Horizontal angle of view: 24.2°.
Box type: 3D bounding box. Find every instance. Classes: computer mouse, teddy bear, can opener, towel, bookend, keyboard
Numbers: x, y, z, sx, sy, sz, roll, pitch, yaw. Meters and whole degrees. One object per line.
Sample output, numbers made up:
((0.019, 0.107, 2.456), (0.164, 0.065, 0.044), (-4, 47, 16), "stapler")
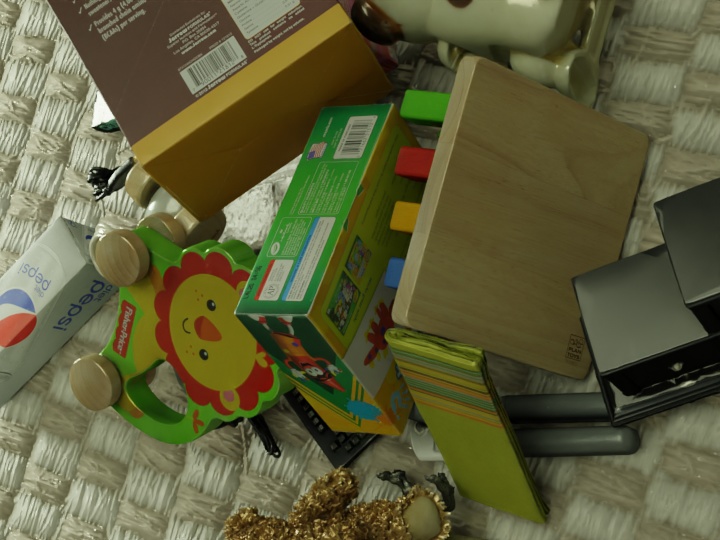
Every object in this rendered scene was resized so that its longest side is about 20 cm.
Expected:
((-0.165, -0.133, 1.506), (0.199, 0.140, 0.046), (-31, 95, 23), "computer mouse")
((-0.014, 0.228, 1.329), (0.199, 0.067, 0.146), (-28, 95, 22), "teddy bear")
((0.120, 0.121, 1.311), (0.198, 0.066, 0.053), (-3, 75, 27), "can opener")
((-0.062, -0.082, 1.454), (0.199, 0.034, 0.134), (-11, 70, 53), "towel")
((0.083, 0.118, 1.265), (0.086, 0.201, 0.018), (16, 56, 36), "towel")
((0.232, 0.017, 1.161), (0.197, 0.200, 0.093), (-20, 67, 15), "bookend")
((-0.063, 0.095, 1.458), (0.127, 0.021, 0.200), (-47, 58, 14), "keyboard")

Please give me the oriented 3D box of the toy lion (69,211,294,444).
((-0.135, 0.059, 1.362), (0.191, 0.068, 0.201), (32, 122, 24), "toy lion")

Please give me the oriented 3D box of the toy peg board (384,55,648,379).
((0.101, -0.040, 1.293), (0.097, 0.199, 0.201), (12, 85, 51), "toy peg board")

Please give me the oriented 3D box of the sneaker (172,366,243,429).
((-0.089, 0.040, 1.436), (0.200, 0.071, 0.098), (-45, 61, 10), "sneaker")

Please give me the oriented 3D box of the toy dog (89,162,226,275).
((-0.153, -0.024, 1.482), (0.133, 0.096, 0.200), (60, 147, 11), "toy dog")

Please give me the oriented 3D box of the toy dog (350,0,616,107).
((0.088, -0.215, 1.340), (0.199, 0.193, 0.141), (16, 99, 28), "toy dog")

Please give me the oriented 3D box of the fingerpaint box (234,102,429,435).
((0.000, 0.000, 1.313), (0.073, 0.167, 0.201), (0, 55, 33), "fingerpaint box")

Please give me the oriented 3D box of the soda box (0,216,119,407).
((-0.317, 0.043, 1.604), (0.200, 0.068, 0.064), (-43, 60, 16), "soda box")

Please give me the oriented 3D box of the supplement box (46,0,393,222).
((-0.118, -0.189, 1.352), (0.197, 0.133, 0.201), (-34, 67, 4), "supplement box")

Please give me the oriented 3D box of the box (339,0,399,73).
((-0.049, -0.259, 1.489), (0.102, 0.094, 0.202), (-23, 67, 25), "box")

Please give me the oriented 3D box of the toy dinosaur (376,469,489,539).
((0.048, 0.206, 1.345), (0.199, 0.047, 0.089), (-5, 90, 31), "toy dinosaur")

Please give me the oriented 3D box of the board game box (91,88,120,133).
((-0.184, -0.231, 1.508), (0.135, 0.028, 0.202), (-13, 66, 48), "board game box")
